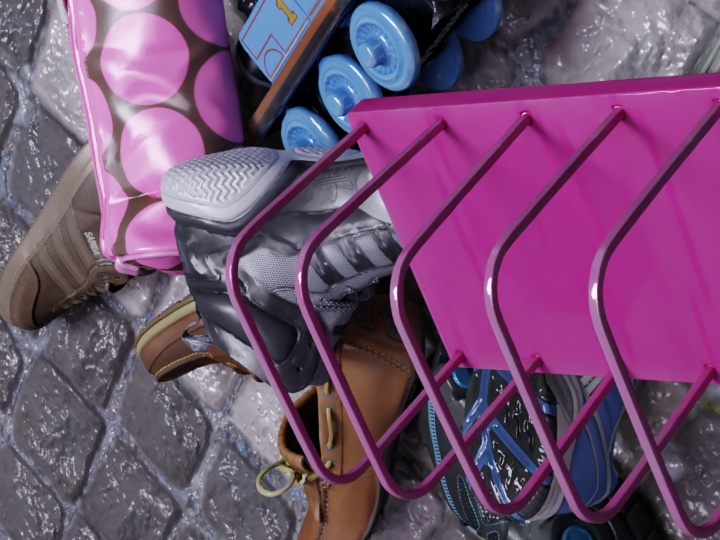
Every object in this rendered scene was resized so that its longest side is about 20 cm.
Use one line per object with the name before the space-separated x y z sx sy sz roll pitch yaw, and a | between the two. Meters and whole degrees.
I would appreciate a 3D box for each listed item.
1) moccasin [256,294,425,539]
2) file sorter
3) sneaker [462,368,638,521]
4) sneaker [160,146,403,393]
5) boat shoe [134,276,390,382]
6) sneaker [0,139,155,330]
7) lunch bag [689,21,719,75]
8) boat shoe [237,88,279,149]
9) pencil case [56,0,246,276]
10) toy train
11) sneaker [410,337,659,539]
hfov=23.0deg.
moccasin | -0.017 0.094 0.986 0.077 0.074 0.202 7 139 -5
file sorter | 0.063 0.017 0.714 0.199 0.125 0.140 1 125 43
sneaker | 0.098 0.025 0.887 0.075 0.077 0.202 1 82 48
sneaker | 0.000 0.000 0.870 0.198 0.075 0.115 2 104 14
boat shoe | -0.059 0.034 1.033 0.199 0.072 0.068 -26 84 41
sneaker | -0.170 -0.009 1.121 0.075 0.070 0.200 42 135 5
lunch bag | 0.233 -0.085 0.699 0.167 0.139 0.201 32 126 9
boat shoe | -0.129 -0.117 1.046 0.066 0.074 0.200 -44 83 27
pencil case | -0.114 -0.095 0.958 0.091 0.093 0.202 176 83 -70
toy train | -0.006 -0.128 0.902 0.115 0.086 0.200 53 149 7
sneaker | 0.094 0.126 0.939 0.201 0.073 0.082 62 149 16
